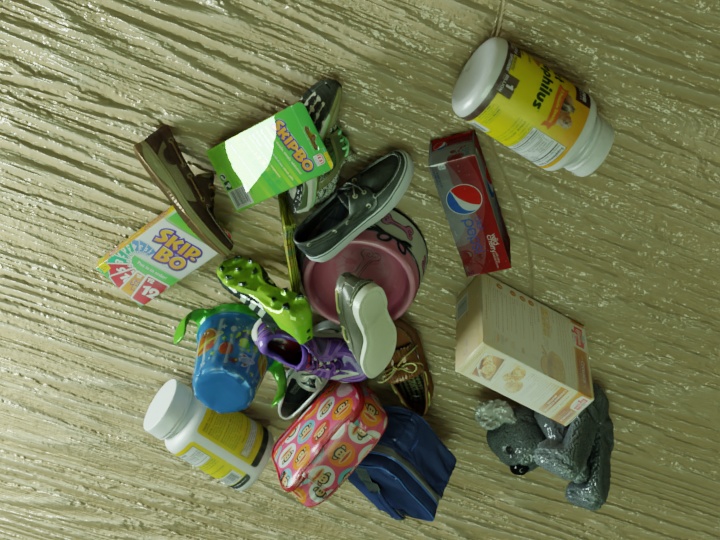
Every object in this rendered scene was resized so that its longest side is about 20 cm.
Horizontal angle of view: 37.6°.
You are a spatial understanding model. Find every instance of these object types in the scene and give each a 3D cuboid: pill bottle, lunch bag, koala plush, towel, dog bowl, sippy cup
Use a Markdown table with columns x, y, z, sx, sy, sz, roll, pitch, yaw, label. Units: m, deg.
| x | y | z | sx | sy | sz | roll | pitch | yaw | label |
| --- | --- | --- | --- | --- | --- | --- | --- | --- | --- |
| 0.221 | -0.200 | 1.338 | 0.198 | 0.110 | 0.109 | 28 | 126 | -18 | pill bottle |
| -0.053 | 0.260 | 1.685 | 0.082 | 0.176 | 0.200 | 39 | 96 | -21 | lunch bag |
| 0.292 | 0.268 | 1.702 | 0.198 | 0.186 | 0.178 | -4 | 145 | 35 | koala plush |
| -0.098 | -0.011 | 1.536 | 0.018 | 0.087 | 0.202 | -8 | 130 | -5 | towel |
| 0.000 | 0.000 | 1.543 | 0.197 | 0.074 | 0.202 | 2 | 130 | 2 | dog bowl |
| 0.058 | 0.327 | 1.730 | 0.135 | 0.133 | 0.200 | 1 | 142 | 42 | lunch bag |
| -0.200 | 0.144 | 1.635 | 0.175 | 0.131 | 0.141 | 6 | 129 | 3 | sippy cup |
| -0.253 | 0.271 | 1.757 | 0.199 | 0.115 | 0.114 | 36 | 123 | -22 | pill bottle |

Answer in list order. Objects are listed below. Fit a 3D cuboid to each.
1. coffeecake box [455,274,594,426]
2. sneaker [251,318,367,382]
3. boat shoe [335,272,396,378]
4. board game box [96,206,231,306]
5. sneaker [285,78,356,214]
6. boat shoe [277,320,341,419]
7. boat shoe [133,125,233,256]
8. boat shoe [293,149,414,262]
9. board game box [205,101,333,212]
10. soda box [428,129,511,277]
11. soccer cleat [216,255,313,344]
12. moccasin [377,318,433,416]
| x | y | z | sx | sy | sz | roll | pitch | yaw | label |
| --- | --- | --- | --- | --- | --- | --- | --- | --- | --- |
| 0.241 | 0.115 | 1.563 | 0.198 | 0.155 | 0.073 | 27 | 127 | -16 | coffeecake box |
| -0.072 | 0.134 | 1.594 | 0.197 | 0.084 | 0.081 | 17 | 110 | -17 | sneaker |
| 0.005 | 0.079 | 1.520 | 0.060 | 0.072 | 0.203 | 33 | 152 | 30 | boat shoe |
| -0.291 | -0.027 | 1.568 | 0.199 | 0.030 | 0.096 | -33 | 119 | 24 | board game box |
| -0.045 | -0.170 | 1.429 | 0.088 | 0.077 | 0.202 | -8 | 134 | -30 | sneaker |
| -0.076 | 0.164 | 1.686 | 0.073 | 0.066 | 0.201 | 21 | 128 | -11 | boat shoe |
| -0.230 | -0.111 | 1.470 | 0.072 | 0.072 | 0.201 | -40 | 107 | -13 | boat shoe |
| -0.010 | -0.091 | 1.439 | 0.200 | 0.069 | 0.056 | -45 | 144 | 10 | boat shoe |
| -0.118 | -0.150 | 1.402 | 0.199 | 0.030 | 0.096 | -18 | 102 | 44 | board game box |
| 0.154 | -0.090 | 1.463 | 0.069 | 0.064 | 0.202 | -12 | 128 | 15 | soda box |
| -0.142 | 0.044 | 1.533 | 0.199 | 0.067 | 0.082 | 31 | 142 | 40 | soccer cleat |
| 0.064 | 0.151 | 1.649 | 0.073 | 0.078 | 0.203 | -10 | 131 | 10 | moccasin |
